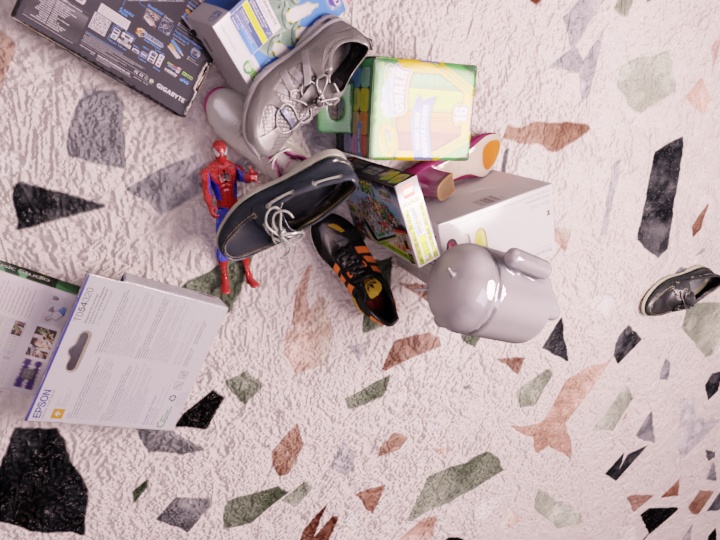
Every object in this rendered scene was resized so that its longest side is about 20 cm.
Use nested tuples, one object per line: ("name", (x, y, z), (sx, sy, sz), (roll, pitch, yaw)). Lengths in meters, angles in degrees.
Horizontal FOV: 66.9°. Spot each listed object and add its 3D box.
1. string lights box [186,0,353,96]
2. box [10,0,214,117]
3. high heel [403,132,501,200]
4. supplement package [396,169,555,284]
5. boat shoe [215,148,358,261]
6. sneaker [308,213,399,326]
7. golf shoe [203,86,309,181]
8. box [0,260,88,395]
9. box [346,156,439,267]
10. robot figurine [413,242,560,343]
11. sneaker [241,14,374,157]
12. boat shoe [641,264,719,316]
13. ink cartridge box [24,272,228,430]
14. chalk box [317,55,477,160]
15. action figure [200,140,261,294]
("string lights box", (-0.096, -0.315, 0.646), (0.201, 0.059, 0.103), (-50, 144, -12))
("box", (-0.246, -0.314, 0.616), (0.198, 0.050, 0.201), (26, 92, -32))
("high heel", (0.139, -0.169, 0.856), (0.200, 0.095, 0.068), (-43, 134, -29))
("supplement package", (0.167, -0.065, 0.830), (0.197, 0.155, 0.113), (-21, 115, -18))
("boat shoe", (-0.090, -0.068, 0.668), (0.198, 0.062, 0.075), (-31, 139, 2))
("sneaker", (0.000, 0.000, 0.810), (0.070, 0.090, 0.202), (-38, 119, -9))
("golf shoe", (-0.113, -0.159, 0.706), (0.199, 0.091, 0.076), (39, 90, -28))
("box", (-0.420, 0.073, 0.670), (0.198, 0.036, 0.146), (24, 95, -31))
("box", (0.030, -0.085, 0.734), (0.034, 0.200, 0.112), (-27, 115, -14))
("robot figurine", (0.167, 0.031, 0.707), (0.197, 0.115, 0.170), (13, 137, -29))
("sneaker", (-0.063, -0.215, 0.637), (0.202, 0.081, 0.075), (-55, 145, -6))
("boat shoe", (0.692, 0.050, 1.164), (0.196, 0.066, 0.076), (-19, 114, -18))
("ink cartridge box", (-0.297, 0.108, 0.709), (0.198, 0.043, 0.199), (22, 97, -44))
("chalk box", (0.039, -0.218, 0.738), (0.196, 0.124, 0.127), (-6, 109, -23))
("action figure", (-0.165, -0.065, 0.712), (0.064, 0.099, 0.204), (-12, 109, -22))
